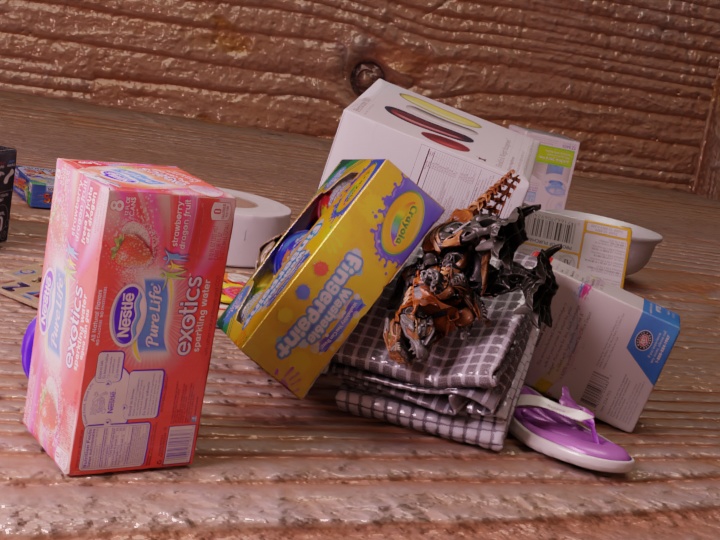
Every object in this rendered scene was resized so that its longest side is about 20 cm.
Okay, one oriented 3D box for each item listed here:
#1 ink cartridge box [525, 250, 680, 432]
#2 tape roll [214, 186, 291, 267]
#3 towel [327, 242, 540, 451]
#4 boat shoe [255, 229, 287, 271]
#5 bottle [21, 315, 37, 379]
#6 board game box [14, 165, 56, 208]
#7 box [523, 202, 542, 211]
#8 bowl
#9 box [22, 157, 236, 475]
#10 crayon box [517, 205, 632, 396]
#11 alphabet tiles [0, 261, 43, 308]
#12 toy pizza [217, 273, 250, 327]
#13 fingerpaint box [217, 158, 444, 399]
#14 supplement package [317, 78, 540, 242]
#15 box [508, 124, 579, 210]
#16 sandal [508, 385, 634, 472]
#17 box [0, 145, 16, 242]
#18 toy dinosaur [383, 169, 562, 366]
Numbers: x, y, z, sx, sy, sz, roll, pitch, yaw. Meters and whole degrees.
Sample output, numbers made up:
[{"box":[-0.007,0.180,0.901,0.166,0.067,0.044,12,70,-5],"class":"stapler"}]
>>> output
[{"box":[0.201,0.060,1.161,0.198,0.118,0.067,25,15,10],"class":"ink cartridge box"},{"box":[-0.194,-0.063,1.592,0.199,0.072,0.203,11,11,-2],"class":"tape roll"},{"box":[0.074,0.050,1.057,0.163,0.086,0.201,13,43,16],"class":"towel"},{"box":[-0.083,-0.014,1.322,0.071,0.077,0.199,4,-10,-24],"class":"boat shoe"},{"box":[-0.233,0.050,1.022,0.082,0.066,0.200,11,12,-4],"class":"bottle"},{"box":[-0.405,-0.117,1.740,0.197,0.035,0.135,4,14,-31],"class":"board game box"},{"box":[0.171,-0.006,1.420,0.048,0.161,0.200,14,9,-21],"class":"box"},{"box":[0.390,-0.034,1.936,0.198,0.092,0.201,10,11,-2],"class":"bowl"},{"box":[-0.167,0.031,0.833,0.101,0.203,0.094,0,17,-37],"class":"box"},{"box":[0.210,0.043,1.255,0.124,0.203,0.052,12,-20,6],"class":"crayon box"},{"box":[-0.274,0.008,1.241,0.165,0.006,0.199,15,23,37],"class":"alphabet tiles"},{"box":[-0.175,0.020,1.304,0.197,0.032,0.200,10,12,-2],"class":"toy pizza"},{"box":[-0.034,-0.001,1.041,0.073,0.201,0.167,39,-4,-15],"class":"fingerpaint box"},{"box":[0.071,-0.088,1.250,0.197,0.149,0.191,21,21,4],"class":"supplement package"},{"box":[0.316,-0.154,2.167,0.111,0.203,0.101,10,12,-13],"class":"box"},{"box":[0.169,0.127,1.061,0.081,0.051,0.202,4,12,-30],"class":"sandal"},{"box":[-0.515,-0.095,1.341,0.197,0.117,0.132,12,13,11],"class":"box"},{"box":[0.088,-0.010,0.988,0.134,0.203,0.102,-1,-22,43],"class":"toy dinosaur"}]
